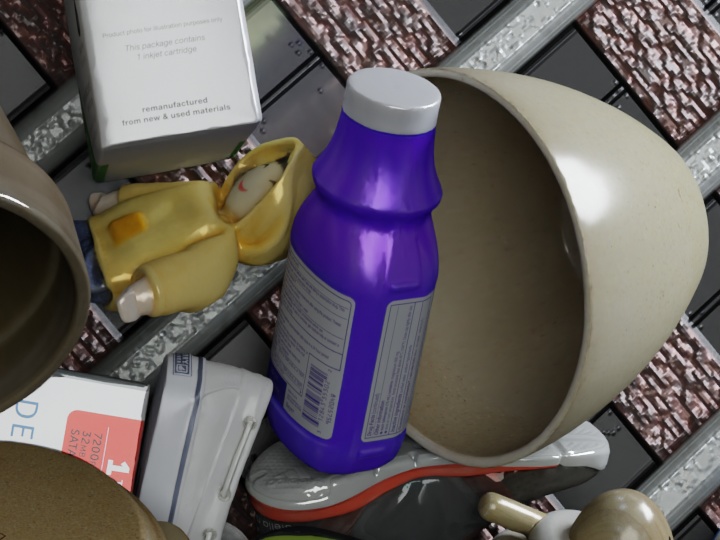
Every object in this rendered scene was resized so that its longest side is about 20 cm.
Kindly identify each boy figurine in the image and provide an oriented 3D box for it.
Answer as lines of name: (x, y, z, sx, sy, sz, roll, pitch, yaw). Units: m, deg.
boy figurine: (-0.108, -0.013, 1.075, 0.198, 0.125, 0.065, -15, 120, 0)

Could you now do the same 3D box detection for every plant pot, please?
plant pot: (-0.236, -0.040, 0.974, 0.198, 0.201, 0.175, -10, 54, -11)

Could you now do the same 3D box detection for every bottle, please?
bottle: (0.000, 0.000, 1.048, 0.065, 0.084, 0.202, -7, 121, -30)

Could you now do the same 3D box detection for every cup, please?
cup: (0.097, -0.014, 1.092, 0.142, 0.200, 0.202, -14, 88, -37)

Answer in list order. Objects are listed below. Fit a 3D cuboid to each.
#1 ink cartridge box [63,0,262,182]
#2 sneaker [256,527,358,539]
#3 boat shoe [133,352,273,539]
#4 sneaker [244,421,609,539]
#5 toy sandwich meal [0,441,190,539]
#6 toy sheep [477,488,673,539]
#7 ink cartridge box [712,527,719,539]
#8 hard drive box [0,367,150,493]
ink cartridge box: (-0.111, -0.158, 1.072, 0.083, 0.146, 0.202, -10, 87, -9)
sneaker: (0.020, 0.172, 0.997, 0.198, 0.083, 0.073, 3, 101, 18)
boat shoe: (-0.088, 0.143, 1.070, 0.065, 0.074, 0.202, 10, 108, -9)
sneaker: (0.036, 0.122, 1.129, 0.198, 0.077, 0.083, -8, 114, -10)
toy sandwich meal: (-0.171, 0.151, 0.964, 0.203, 0.206, 0.071, -2, 119, -10)
toy sheep: (0.098, 0.196, 1.093, 0.137, 0.138, 0.201, 28, 114, -7)
ink cartridge box: (0.252, 0.253, 1.139, 0.199, 0.084, 0.145, 34, 81, -7)
hard drive box: (-0.218, 0.117, 1.067, 0.198, 0.077, 0.158, 9, 85, -10)
